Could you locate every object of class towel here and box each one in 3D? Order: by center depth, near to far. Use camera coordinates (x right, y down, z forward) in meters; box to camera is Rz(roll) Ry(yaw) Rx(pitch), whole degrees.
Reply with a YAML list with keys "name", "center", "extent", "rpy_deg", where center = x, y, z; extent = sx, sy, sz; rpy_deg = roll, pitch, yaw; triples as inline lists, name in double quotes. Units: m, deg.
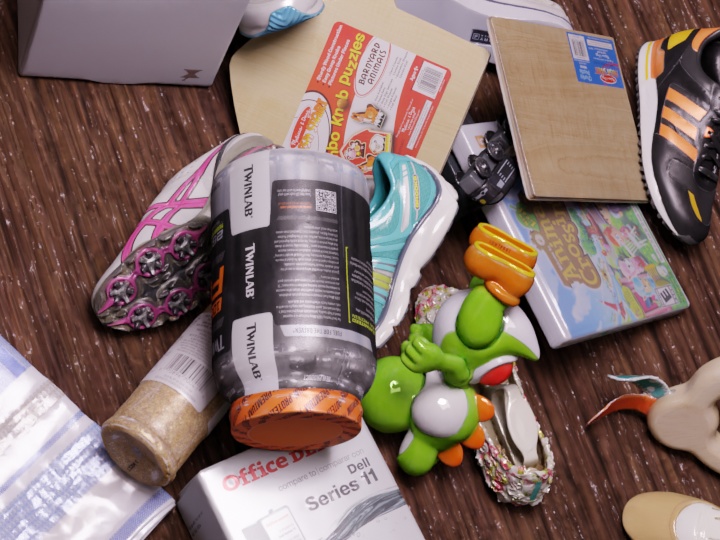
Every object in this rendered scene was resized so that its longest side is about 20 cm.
- name: "towel"
  center: [-0.251, 0.156, 1.407]
  extent: [0.200, 0.024, 0.147]
  rpy_deg: [43, 61, 3]

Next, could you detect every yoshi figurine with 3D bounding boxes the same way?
- name: "yoshi figurine"
  center: [0.057, 0.061, 1.471]
  extent: [0.112, 0.201, 0.112]
  rpy_deg: [10, 23, -38]

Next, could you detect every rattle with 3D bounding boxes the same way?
- name: "rattle"
  center: [0.297, 0.090, 1.590]
  extent: [0.198, 0.131, 0.144]
  rpy_deg: [4, 52, 13]

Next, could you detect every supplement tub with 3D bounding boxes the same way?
- name: "supplement tub"
  center: [-0.050, 0.023, 1.391]
  extent: [0.121, 0.123, 0.202]
  rpy_deg: [4, 67, -16]

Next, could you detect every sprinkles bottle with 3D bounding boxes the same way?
- name: "sprinkles bottle"
  center: [-0.116, 0.073, 1.449]
  extent: [0.068, 0.068, 0.200]
  rpy_deg: [39, 56, 1]

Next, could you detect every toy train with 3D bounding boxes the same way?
- name: "toy train"
  center: [0.132, -0.111, 1.560]
  extent: [0.046, 0.034, 0.200]
  rpy_deg: [48, 41, -9]

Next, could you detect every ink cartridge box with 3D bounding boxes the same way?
- name: "ink cartridge box"
  center: [-0.030, 0.221, 1.417]
  extent: [0.146, 0.083, 0.201]
  rpy_deg: [-22, 76, -25]

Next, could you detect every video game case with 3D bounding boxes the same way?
- name: "video game case"
  center: [0.178, -0.040, 1.592]
  extent: [0.181, 0.022, 0.201]
  rpy_deg: [-11, 71, -46]

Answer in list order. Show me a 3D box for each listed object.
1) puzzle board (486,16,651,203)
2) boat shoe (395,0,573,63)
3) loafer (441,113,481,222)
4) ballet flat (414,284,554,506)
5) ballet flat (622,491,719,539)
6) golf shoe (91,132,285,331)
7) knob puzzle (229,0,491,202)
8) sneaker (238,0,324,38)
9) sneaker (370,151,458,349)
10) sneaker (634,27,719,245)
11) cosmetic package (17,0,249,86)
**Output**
- name: "puzzle board"
  center: [0.175, -0.130, 1.585]
  extent: [0.199, 0.017, 0.152]
  rpy_deg: [-1, 75, -53]
- name: "boat shoe"
  center: [0.092, -0.229, 1.664]
  extent: [0.198, 0.071, 0.070]
  rpy_deg: [9, 37, -8]
- name: "loafer"
  center: [0.056, -0.136, 1.611]
  extent: [0.072, 0.073, 0.201]
  rpy_deg: [-15, 78, -43]
- name: "ballet flat"
  center: [0.108, 0.092, 1.527]
  extent: [0.075, 0.064, 0.201]
  rpy_deg: [-20, 75, -24]
- name: "ballet flat"
  center: [0.311, 0.227, 1.537]
  extent: [0.199, 0.063, 0.069]
  rpy_deg: [25, 62, -6]
- name: "golf shoe"
  center: [-0.138, -0.030, 1.504]
  extent: [0.200, 0.092, 0.073]
  rpy_deg: [-42, 124, -13]
- name: "knob puzzle"
  center: [-0.015, -0.136, 1.565]
  extent: [0.218, 0.030, 0.222]
  rpy_deg: [0, 91, 10]
- name: "sneaker"
  center: [-0.078, -0.256, 1.553]
  extent: [0.076, 0.081, 0.200]
  rpy_deg: [-18, 32, 2]
- name: "sneaker"
  center: [0.000, 0.000, 1.494]
  extent: [0.079, 0.077, 0.201]
  rpy_deg: [31, 77, -19]
- name: "sneaker"
  center: [0.296, -0.124, 1.653]
  extent: [0.070, 0.090, 0.202]
  rpy_deg: [27, 53, -48]
- name: "cosmetic package"
  center: [-0.188, -0.276, 1.529]
  extent: [0.166, 0.166, 0.202]
  rpy_deg: [1, 69, -18]
